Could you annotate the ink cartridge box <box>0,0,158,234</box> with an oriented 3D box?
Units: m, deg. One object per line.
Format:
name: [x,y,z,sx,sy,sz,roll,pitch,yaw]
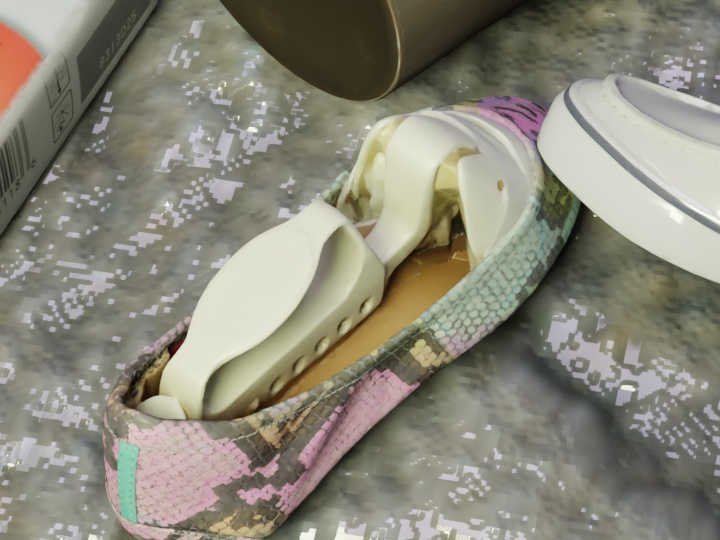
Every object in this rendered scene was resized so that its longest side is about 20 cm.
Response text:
ink cartridge box: [-0.185,-0.076,0.900,0.199,0.050,0.163,19,53,14]

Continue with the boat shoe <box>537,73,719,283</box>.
boat shoe: [0.146,-0.019,0.807,0.199,0.066,0.072,29,27,21]

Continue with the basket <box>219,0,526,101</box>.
basket: [0.043,-0.156,0.905,0.200,0.137,0.180,-41,35,-22]

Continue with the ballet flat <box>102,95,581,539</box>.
ballet flat: [0.000,0.000,0.812,0.069,0.071,0.200,30,56,26]
